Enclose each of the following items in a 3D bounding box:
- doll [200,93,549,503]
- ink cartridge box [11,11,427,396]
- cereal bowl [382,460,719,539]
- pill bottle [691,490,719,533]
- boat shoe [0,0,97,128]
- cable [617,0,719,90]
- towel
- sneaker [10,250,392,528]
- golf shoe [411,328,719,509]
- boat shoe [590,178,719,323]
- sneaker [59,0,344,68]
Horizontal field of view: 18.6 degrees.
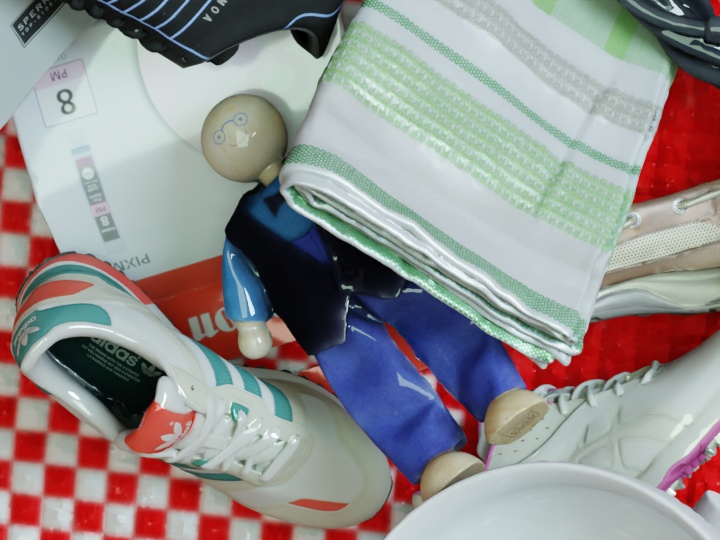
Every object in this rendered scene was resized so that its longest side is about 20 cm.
[{"bbox_3d":[0.000,0.000,0.966,0.136,0.048,0.200,-44,73,15],"label":"doll"},{"bbox_3d":[-0.064,-0.029,1.029,0.161,0.057,0.202,-17,90,5],"label":"ink cartridge box"},{"bbox_3d":[0.089,0.183,0.920,0.198,0.083,0.202,-3,81,21],"label":"cereal bowl"},{"bbox_3d":[0.134,0.206,1.005,0.112,0.112,0.201,35,97,0],"label":"pill bottle"},{"bbox_3d":[-0.150,-0.134,0.986,0.063,0.200,0.071,15,141,37],"label":"boat shoe"},{"bbox_3d":[0.177,-0.160,0.952,0.200,0.051,0.163,41,122,-6],"label":"cable"},{"bbox_3d":[0.061,-0.074,0.952,0.149,0.031,0.201,32,56,-11],"label":"towel"},{"bbox_3d":[-0.075,0.071,1.002,0.199,0.094,0.071,33,107,-11],"label":"sneaker"},{"bbox_3d":[0.105,0.079,1.008,0.200,0.075,0.092,-45,81,16],"label":"golf shoe"},{"bbox_3d":[0.102,-0.011,1.011,0.198,0.076,0.073,-6,90,-3],"label":"boat shoe"},{"bbox_3d":[-0.094,-0.126,0.935,0.198,0.070,0.079,-2,115,-22],"label":"sneaker"}]
